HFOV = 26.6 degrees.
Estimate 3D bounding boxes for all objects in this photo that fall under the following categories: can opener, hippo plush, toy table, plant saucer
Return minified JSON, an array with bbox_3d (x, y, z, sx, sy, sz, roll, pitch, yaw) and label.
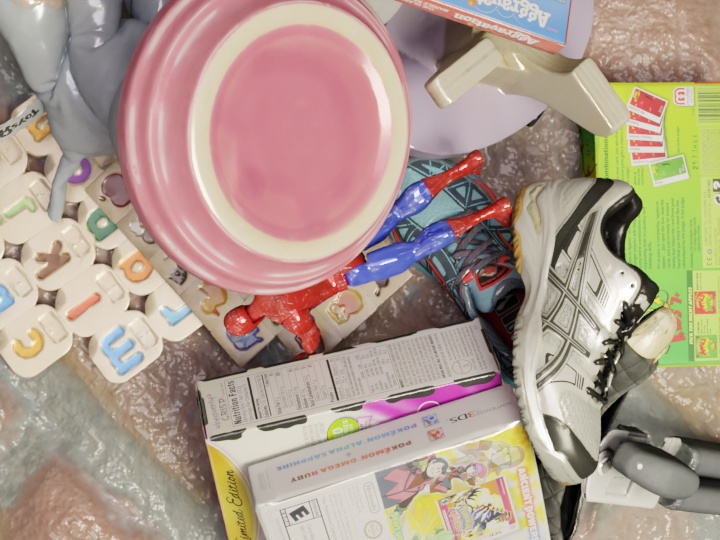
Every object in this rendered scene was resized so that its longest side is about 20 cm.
[{"bbox_3d":[0.227,0.146,1.042,0.199,0.066,0.053,12,105,-41],"label":"can opener"},{"bbox_3d":[-0.148,-0.126,0.960,0.200,0.160,0.159,-50,131,-7],"label":"hippo plush"},{"bbox_3d":[0.099,-0.164,1.026,0.184,0.117,0.200,42,73,-12],"label":"toy table"},{"bbox_3d":[-0.045,-0.083,0.910,0.199,0.051,0.203,-6,102,-33],"label":"plant saucer"}]

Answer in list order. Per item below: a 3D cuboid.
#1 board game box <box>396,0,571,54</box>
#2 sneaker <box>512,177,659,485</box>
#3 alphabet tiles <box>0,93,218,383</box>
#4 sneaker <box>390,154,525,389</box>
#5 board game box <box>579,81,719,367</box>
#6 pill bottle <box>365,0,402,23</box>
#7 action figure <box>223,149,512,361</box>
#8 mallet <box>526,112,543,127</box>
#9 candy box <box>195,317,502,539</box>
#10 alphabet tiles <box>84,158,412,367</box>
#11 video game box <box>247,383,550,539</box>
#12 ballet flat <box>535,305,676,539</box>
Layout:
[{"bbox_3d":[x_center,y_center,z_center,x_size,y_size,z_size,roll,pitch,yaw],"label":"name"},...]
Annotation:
[{"bbox_3d":[0.041,-0.210,0.931,0.198,0.019,0.104,16,71,-18],"label":"board game box"},{"bbox_3d":[0.145,0.032,0.963,0.087,0.076,0.202,-7,73,22],"label":"sneaker"},{"bbox_3d":[-0.192,-0.026,1.072,0.195,0.015,0.201,-37,93,-6],"label":"alphabet tiles"},{"bbox_3d":[0.090,-0.004,1.056,0.079,0.096,0.200,-39,92,-4],"label":"sneaker"},{"bbox_3d":[0.212,-0.032,1.092,0.101,0.048,0.202,-1,89,-4],"label":"board game box"},{"bbox_3d":[-0.042,-0.252,1.012,0.111,0.113,0.201,-15,60,-5],"label":"pill bottle"},{"bbox_3d":[0.000,0.000,1.018,0.199,0.099,0.066,-26,73,-10],"label":"action figure"},{"bbox_3d":[0.057,-0.181,1.090,0.199,0.041,0.066,32,84,-9],"label":"mallet"},{"bbox_3d":[-0.002,0.121,1.031,0.198,0.061,0.137,-12,129,-4],"label":"candy box"},{"bbox_3d":[-0.065,-0.038,1.057,0.167,0.008,0.200,-42,89,2],"label":"alphabet tiles"},{"bbox_3d":[0.036,0.184,1.019,0.181,0.047,0.201,-15,127,-1],"label":"video game box"},{"bbox_3d":[0.167,0.104,1.042,0.057,0.066,0.201,41,126,22],"label":"ballet flat"}]
